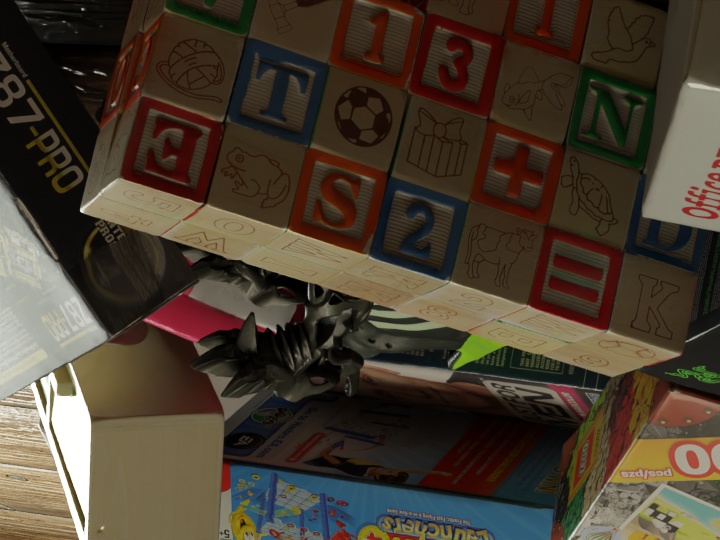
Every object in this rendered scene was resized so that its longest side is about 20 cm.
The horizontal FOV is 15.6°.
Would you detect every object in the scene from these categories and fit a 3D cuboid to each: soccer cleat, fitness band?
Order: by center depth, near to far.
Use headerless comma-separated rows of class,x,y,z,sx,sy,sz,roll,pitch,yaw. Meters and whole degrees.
soccer cleat,0.000,0.000,1.164,0.200,0.068,0.081,23,132,-39
fitness band,-0.102,-0.008,1.201,0.199,0.038,0.144,25,-175,-26

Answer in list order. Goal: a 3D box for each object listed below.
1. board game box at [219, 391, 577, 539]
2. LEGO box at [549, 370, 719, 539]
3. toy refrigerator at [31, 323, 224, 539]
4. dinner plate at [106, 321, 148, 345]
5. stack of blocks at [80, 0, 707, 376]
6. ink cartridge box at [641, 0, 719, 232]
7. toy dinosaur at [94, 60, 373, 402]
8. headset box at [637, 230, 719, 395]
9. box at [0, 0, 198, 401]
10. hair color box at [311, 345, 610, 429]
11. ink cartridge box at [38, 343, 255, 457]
board game box,0.039,0.097,1.356,0.195,0.056,0.200,7,-160,21
LEGO box,0.199,0.091,1.121,0.199,0.077,0.149,17,140,-6
toy refrigerator,-0.121,0.059,1.283,0.070,0.076,0.200,-2,-155,-14
dinner plate,-0.184,-0.023,1.225,0.200,0.024,0.200,28,-173,-4
stack of blocks,0.019,-0.049,0.882,0.199,0.116,0.059,17,165,-15
ink cartridge box,0.191,-0.053,0.790,0.199,0.083,0.146,11,167,4
toy dinosaur,-0.011,-0.023,1.025,0.200,0.136,0.102,30,-154,-3
headset box,0.212,0.002,0.970,0.173,0.093,0.200,15,167,-10
box,-0.152,-0.035,1.037,0.162,0.049,0.200,58,157,-2
hair color box,0.051,0.034,1.298,0.199,0.061,0.100,7,165,21
ink cartridge box,-0.112,0.092,1.617,0.144,0.085,0.200,12,167,1
